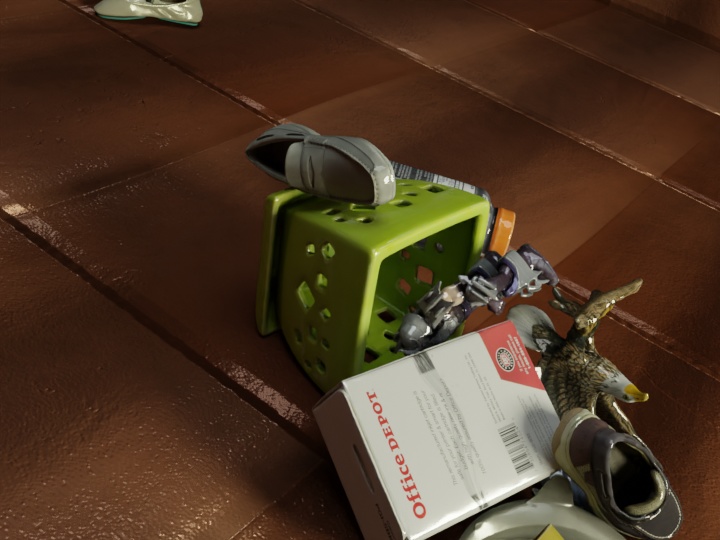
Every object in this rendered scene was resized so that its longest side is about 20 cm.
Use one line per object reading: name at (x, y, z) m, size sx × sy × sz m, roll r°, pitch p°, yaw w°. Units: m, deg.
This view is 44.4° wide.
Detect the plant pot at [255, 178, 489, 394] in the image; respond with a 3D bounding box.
plant pot at (0.000, 0.000, 0.961) m, size 0.181 × 0.202 × 0.198 m, roll 29°, pitch 35°, yaw 32°

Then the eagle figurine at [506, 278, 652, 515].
eagle figurine at (0.235, 0.125, 0.909) m, size 0.150 × 0.202 × 0.151 m, roll -6°, pitch 20°, yaw -2°

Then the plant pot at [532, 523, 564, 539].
plant pot at (0.092, 0.322, 0.545) m, size 0.176 × 0.201 × 0.199 m, roll 43°, pitch 40°, yaw 17°

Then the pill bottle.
pill bottle at (0.104, -0.072, 1.183) m, size 0.198 × 0.107 × 0.107 m, roll 17°, pitch 33°, yaw 2°

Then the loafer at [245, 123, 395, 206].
loafer at (-0.042, -0.101, 0.879) m, size 0.069 × 0.071 × 0.199 m, roll -22°, pitch 28°, yaw -32°

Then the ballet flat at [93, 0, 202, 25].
ballet flat at (-0.389, -0.496, 1.628) m, size 0.198 × 0.070 × 0.070 m, roll -3°, pitch 38°, yaw -26°

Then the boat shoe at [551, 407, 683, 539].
boat shoe at (0.246, 0.198, 0.804) m, size 0.072 × 0.200 × 0.065 m, roll -49°, pitch 32°, yaw -10°

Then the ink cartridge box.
ink cartridge box at (0.075, 0.149, 0.805) m, size 0.199 × 0.083 × 0.148 m, roll -16°, pitch 74°, yaw -30°

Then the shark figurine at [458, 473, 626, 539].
shark figurine at (0.152, 0.224, 0.793) m, size 0.212 × 0.090 × 0.128 m, roll 1°, pitch 35°, yaw -24°

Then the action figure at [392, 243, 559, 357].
action figure at (0.107, 0.034, 0.881) m, size 0.199 × 0.130 × 0.070 m, roll -30°, pitch 84°, yaw -38°
